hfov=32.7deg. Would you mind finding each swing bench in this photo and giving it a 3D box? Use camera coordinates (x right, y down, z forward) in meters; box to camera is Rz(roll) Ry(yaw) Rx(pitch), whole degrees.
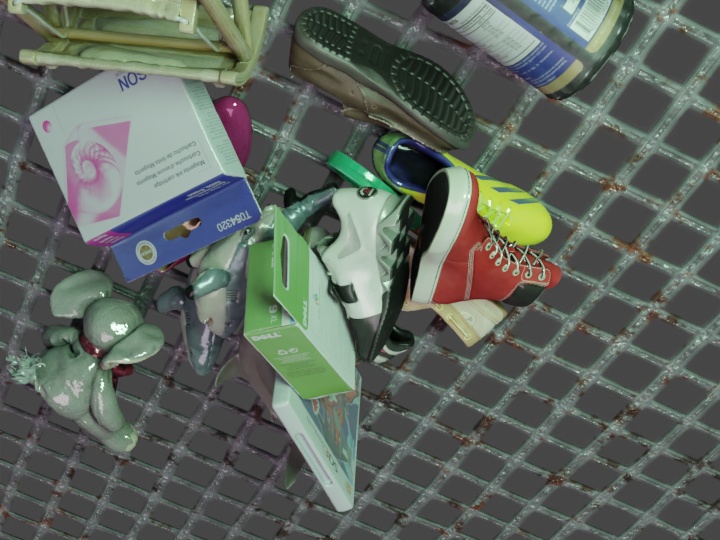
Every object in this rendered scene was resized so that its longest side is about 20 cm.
[{"bbox_3d":[-0.199,-0.240,1.060,0.199,0.130,0.200,6,154,8],"label":"swing bench"}]

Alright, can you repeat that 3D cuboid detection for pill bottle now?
[{"bbox_3d":[0.121,-0.241,1.027,0.200,0.112,0.112,33,131,-16],"label":"pill bottle"}]

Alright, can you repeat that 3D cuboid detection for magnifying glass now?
[{"bbox_3d":[0.042,-0.059,1.255,0.200,0.080,0.022,35,90,-31],"label":"magnifying glass"}]

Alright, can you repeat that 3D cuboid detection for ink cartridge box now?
[{"bbox_3d":[-0.218,-0.105,1.227,0.196,0.043,0.200,-24,92,30],"label":"ink cartridge box"},{"bbox_3d":[-0.067,0.036,1.201,0.059,0.104,0.200,-11,146,18],"label":"ink cartridge box"}]

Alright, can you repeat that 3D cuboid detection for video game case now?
[{"bbox_3d":[-0.043,0.132,1.352,0.023,0.200,0.182,-15,129,15],"label":"video game case"}]

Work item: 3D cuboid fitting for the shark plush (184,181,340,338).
[{"bbox_3d":[-0.100,-0.021,1.262,0.200,0.091,0.083,-47,112,1],"label":"shark plush"}]

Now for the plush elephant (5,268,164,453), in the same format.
[{"bbox_3d":[-0.302,0.093,1.432,0.155,0.165,0.200,-39,154,1],"label":"plush elephant"}]

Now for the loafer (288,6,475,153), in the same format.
[{"bbox_3d":[0.018,-0.172,1.155,0.200,0.073,0.071,33,142,-10],"label":"loafer"}]

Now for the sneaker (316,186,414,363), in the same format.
[{"bbox_3d":[0.000,0.000,1.226,0.088,0.074,0.200,16,125,16],"label":"sneaker"}]

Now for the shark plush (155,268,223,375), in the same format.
[{"bbox_3d":[-0.145,0.020,1.347,0.091,0.083,0.200,20,122,-31],"label":"shark plush"}]

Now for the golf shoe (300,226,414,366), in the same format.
[{"bbox_3d":[-0.006,0.022,1.335,0.092,0.073,0.200,-12,133,17],"label":"golf shoe"}]

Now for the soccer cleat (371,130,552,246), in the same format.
[{"bbox_3d":[0.100,-0.074,1.200,0.200,0.084,0.065,27,96,-10],"label":"soccer cleat"}]

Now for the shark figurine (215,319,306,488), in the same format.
[{"bbox_3d":[-0.116,0.130,1.394,0.128,0.089,0.215,22,133,56],"label":"shark figurine"}]

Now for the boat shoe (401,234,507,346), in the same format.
[{"bbox_3d":[0.063,0.015,1.294,0.200,0.074,0.069,35,98,-19],"label":"boat shoe"}]

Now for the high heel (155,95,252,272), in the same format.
[{"bbox_3d":[-0.162,-0.084,1.254,0.067,0.096,0.200,20,134,-5],"label":"high heel"}]

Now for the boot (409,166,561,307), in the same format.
[{"bbox_3d":[0.129,-0.028,1.167,0.144,0.072,0.200,4,150,-2],"label":"boot"}]
